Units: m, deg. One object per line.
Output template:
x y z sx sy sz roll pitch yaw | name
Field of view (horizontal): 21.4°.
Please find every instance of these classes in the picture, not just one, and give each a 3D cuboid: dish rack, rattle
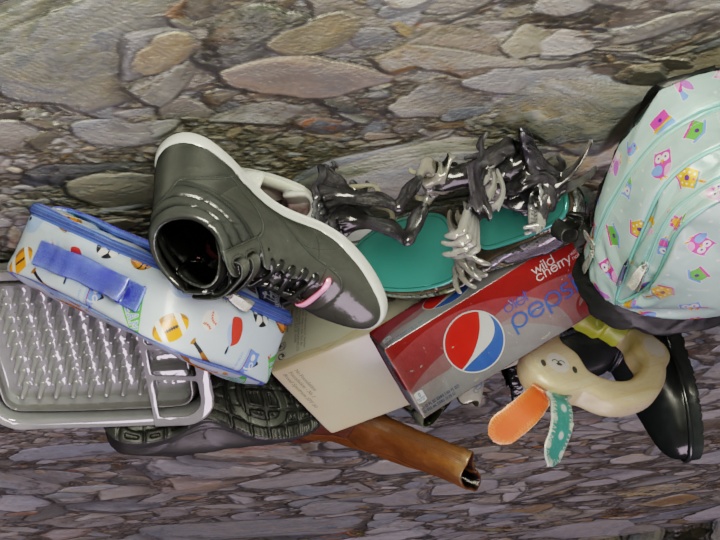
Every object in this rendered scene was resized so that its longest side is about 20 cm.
-0.224 0.054 1.574 0.198 0.044 0.173 -3 129 6 | dish rack
0.193 0.056 1.539 0.199 0.131 0.143 -24 167 -48 | rattle

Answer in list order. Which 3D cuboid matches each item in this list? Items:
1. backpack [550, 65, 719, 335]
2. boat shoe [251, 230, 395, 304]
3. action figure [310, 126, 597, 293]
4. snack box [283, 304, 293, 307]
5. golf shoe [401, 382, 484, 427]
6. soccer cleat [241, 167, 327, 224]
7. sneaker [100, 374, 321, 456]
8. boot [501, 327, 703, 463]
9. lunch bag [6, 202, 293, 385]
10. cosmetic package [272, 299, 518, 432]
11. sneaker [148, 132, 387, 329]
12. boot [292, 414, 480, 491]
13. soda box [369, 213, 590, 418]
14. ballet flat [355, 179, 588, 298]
0.238 -0.045 1.295 0.166 0.127 0.201 -13 148 -18 | backpack
0.000 0.000 1.539 0.198 0.067 0.070 -4 164 -3 | boat shoe
0.071 -0.041 1.361 0.198 0.103 0.119 -6 157 11 | action figure
-0.011 0.033 1.729 0.199 0.025 0.072 11 157 -44 | snack box
0.036 0.098 1.752 0.078 0.098 0.199 5 164 -41 | golf shoe
-0.051 -0.025 1.415 0.086 0.070 0.200 -10 160 31 | soccer cleat
-0.131 0.127 1.680 0.198 0.076 0.091 0 157 -12 | sneaker
0.205 0.085 1.678 0.161 0.200 0.073 -12 176 -9 | boot
-0.153 0.015 1.393 0.199 0.076 0.160 20 175 36 | lunch bag
0.033 0.055 1.625 0.199 0.073 0.104 -22 132 25 | cosmetic package
-0.068 0.000 1.297 0.200 0.100 0.071 38 126 -19 | sneaker
0.022 0.153 1.781 0.199 0.069 0.188 20 163 10 | boot
0.110 0.031 1.506 0.199 0.070 0.063 -31 -165 -5 | soda box
0.089 -0.022 1.477 0.199 0.073 0.072 -18 160 27 | ballet flat
